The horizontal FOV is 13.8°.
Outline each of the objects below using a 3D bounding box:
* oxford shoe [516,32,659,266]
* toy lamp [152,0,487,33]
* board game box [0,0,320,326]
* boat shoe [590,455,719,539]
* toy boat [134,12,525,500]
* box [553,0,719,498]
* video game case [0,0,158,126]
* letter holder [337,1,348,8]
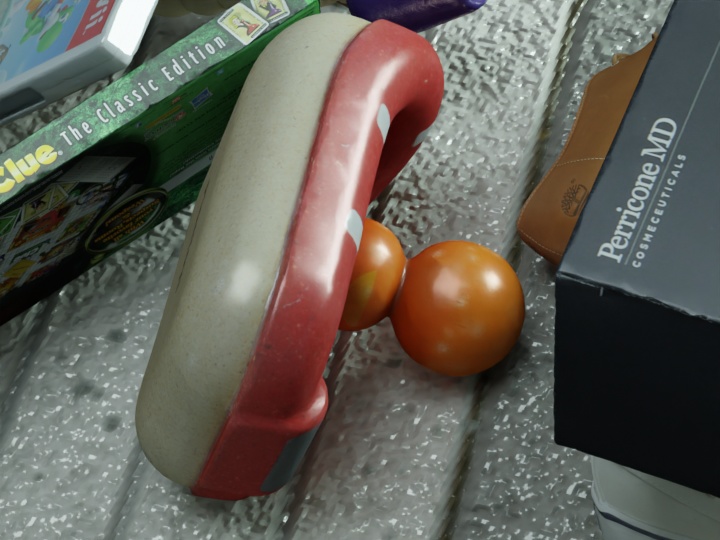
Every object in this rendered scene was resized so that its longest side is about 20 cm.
[{"bbox_3d":[0.129,-0.078,1.172,0.071,0.071,0.200,19,58,38],"label":"oxford shoe"},{"bbox_3d":[-0.038,-0.120,1.241,0.200,0.058,0.058,-1,49,30],"label":"toy lamp"},{"bbox_3d":[-0.100,-0.038,1.184,0.200,0.105,0.023,-33,68,-13],"label":"board game box"},{"bbox_3d":[0.161,0.069,0.955,0.200,0.066,0.072,13,40,38],"label":"boat shoe"},{"bbox_3d":[0.000,0.000,1.127,0.131,0.131,0.200,19,53,-7],"label":"toy boat"},{"bbox_3d":[0.176,-0.023,0.911,0.182,0.104,0.200,19,60,14],"label":"box"},{"bbox_3d":[-0.136,-0.117,1.244,0.200,0.017,0.143,-19,42,47],"label":"video game case"},{"bbox_3d":[0.015,-0.240,1.295,0.101,0.142,0.200,30,64,35],"label":"letter holder"}]
